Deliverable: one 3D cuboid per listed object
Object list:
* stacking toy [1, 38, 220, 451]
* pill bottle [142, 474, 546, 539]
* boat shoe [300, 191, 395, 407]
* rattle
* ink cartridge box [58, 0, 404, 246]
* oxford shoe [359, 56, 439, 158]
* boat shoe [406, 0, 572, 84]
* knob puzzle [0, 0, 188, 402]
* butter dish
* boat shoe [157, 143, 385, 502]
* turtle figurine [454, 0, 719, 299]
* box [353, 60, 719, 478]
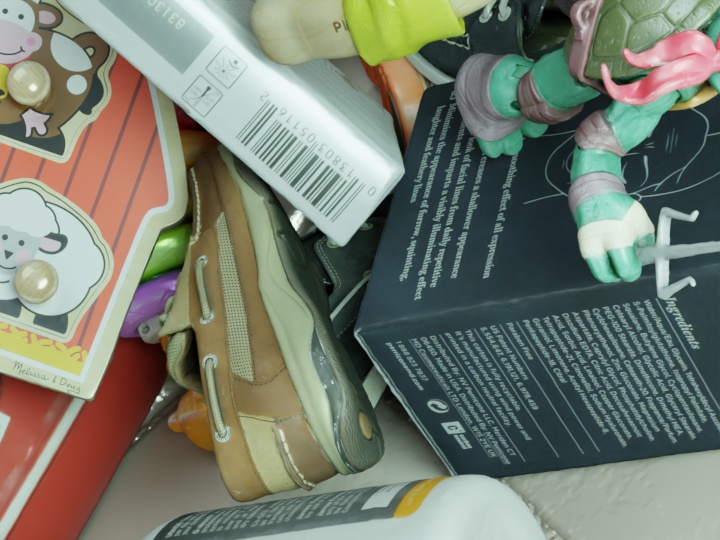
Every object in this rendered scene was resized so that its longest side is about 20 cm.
[{"bbox_3d":[-0.095,-0.008,1.065,0.115,0.110,0.202,-19,80,-7],"label":"stacking toy"},{"bbox_3d":[-0.028,0.148,0.862,0.198,0.117,0.117,-11,43,30],"label":"pill bottle"},{"bbox_3d":[0.000,0.000,1.024,0.201,0.067,0.072,-59,10,-28],"label":"boat shoe"},{"bbox_3d":[0.018,-0.179,0.904,0.130,0.143,0.200,-24,18,47],"label":"rattle"},{"bbox_3d":[-0.056,-0.096,1.004,0.047,0.160,0.200,-49,9,7],"label":"ink cartridge box"},{"bbox_3d":[0.034,-0.131,1.164,0.072,0.072,0.201,-16,45,-3],"label":"oxford shoe"},{"bbox_3d":[0.094,-0.108,1.044,0.199,0.061,0.076,26,56,30],"label":"boat shoe"},{"bbox_3d":[-0.171,-0.063,1.000,0.220,0.220,0.030,-44,-6,-11],"label":"knob puzzle"},{"bbox_3d":[-0.228,0.065,1.080,0.147,0.200,0.200,-24,32,52],"label":"butter dish"},{"bbox_3d":[-0.052,0.019,0.935,0.073,0.076,0.201,-27,38,3],"label":"boat shoe"},{"bbox_3d":[0.118,-0.074,0.827,0.149,0.101,0.200,-31,24,-17],"label":"turtle figurine"},{"bbox_3d":[0.118,-0.011,0.925,0.198,0.107,0.149,-11,43,30],"label":"box"}]
